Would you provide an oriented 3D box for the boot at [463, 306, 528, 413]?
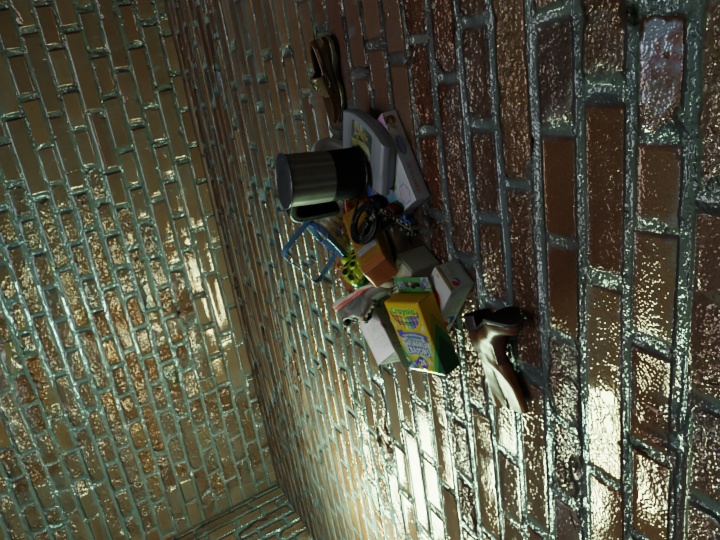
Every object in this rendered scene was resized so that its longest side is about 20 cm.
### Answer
[{"bbox_3d":[0.274,0.178,1.157,0.187,0.067,0.206,-15,94,66],"label":"boot"}]

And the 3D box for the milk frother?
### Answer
[{"bbox_3d":[-0.070,-0.156,1.317,0.201,0.183,0.185,50,143,48],"label":"milk frother"}]

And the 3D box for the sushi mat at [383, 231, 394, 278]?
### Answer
[{"bbox_3d":[0.051,-0.062,1.544,0.095,0.012,0.206,-20,88,66],"label":"sushi mat"}]

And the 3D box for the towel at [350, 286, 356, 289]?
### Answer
[{"bbox_3d":[-0.022,-0.051,1.693,0.146,0.029,0.206,-24,84,66],"label":"towel"}]

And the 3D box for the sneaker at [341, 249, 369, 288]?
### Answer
[{"bbox_3d":[0.000,0.000,1.471,0.084,0.073,0.200,53,-173,-13],"label":"sneaker"}]

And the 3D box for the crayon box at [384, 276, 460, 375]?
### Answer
[{"bbox_3d":[0.125,0.118,1.300,0.124,0.051,0.205,-2,113,58],"label":"crayon box"}]

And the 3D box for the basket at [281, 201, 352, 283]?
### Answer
[{"bbox_3d":[-0.101,-0.082,1.564,0.138,0.202,0.176,38,178,36],"label":"basket"}]

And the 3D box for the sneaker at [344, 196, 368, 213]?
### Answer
[{"bbox_3d":[0.005,-0.108,1.517,0.077,0.071,0.206,128,124,-72],"label":"sneaker"}]

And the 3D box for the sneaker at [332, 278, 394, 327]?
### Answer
[{"bbox_3d":[0.018,0.080,1.459,0.198,0.076,0.084,-29,80,43],"label":"sneaker"}]

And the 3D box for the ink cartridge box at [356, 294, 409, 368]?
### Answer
[{"bbox_3d":[0.069,0.164,1.525,0.067,0.114,0.204,-37,68,27],"label":"ink cartridge box"}]

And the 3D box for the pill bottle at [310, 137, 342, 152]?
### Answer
[{"bbox_3d":[-0.090,-0.242,1.606,0.114,0.110,0.202,60,154,23],"label":"pill bottle"}]

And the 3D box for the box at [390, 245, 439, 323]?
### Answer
[{"bbox_3d":[0.121,0.051,1.389,0.069,0.080,0.205,50,147,42],"label":"box"}]

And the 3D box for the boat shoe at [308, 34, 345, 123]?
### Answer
[{"bbox_3d":[-0.089,-0.466,1.492,0.075,0.072,0.206,27,131,58],"label":"boat shoe"}]

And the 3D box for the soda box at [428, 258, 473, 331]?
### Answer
[{"bbox_3d":[0.174,0.068,1.305,0.069,0.062,0.203,57,152,28],"label":"soda box"}]

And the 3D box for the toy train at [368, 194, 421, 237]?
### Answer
[{"bbox_3d":[0.072,-0.124,1.332,0.199,0.033,0.047,41,130,51],"label":"toy train"}]

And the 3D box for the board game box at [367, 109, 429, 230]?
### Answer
[{"bbox_3d":[0.064,-0.219,1.370,0.205,0.040,0.199,68,156,8],"label":"board game box"}]

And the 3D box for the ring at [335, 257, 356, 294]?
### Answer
[{"bbox_3d":[-0.025,-0.007,1.679,0.200,0.019,0.206,39,137,48],"label":"ring"}]

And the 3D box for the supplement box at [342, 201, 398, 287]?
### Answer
[{"bbox_3d":[0.020,-0.062,1.378,0.066,0.068,0.203,42,-162,-43],"label":"supplement box"}]

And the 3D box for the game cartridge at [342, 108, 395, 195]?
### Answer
[{"bbox_3d":[0.014,-0.273,1.350,0.201,0.040,0.136,50,144,43],"label":"game cartridge"}]
